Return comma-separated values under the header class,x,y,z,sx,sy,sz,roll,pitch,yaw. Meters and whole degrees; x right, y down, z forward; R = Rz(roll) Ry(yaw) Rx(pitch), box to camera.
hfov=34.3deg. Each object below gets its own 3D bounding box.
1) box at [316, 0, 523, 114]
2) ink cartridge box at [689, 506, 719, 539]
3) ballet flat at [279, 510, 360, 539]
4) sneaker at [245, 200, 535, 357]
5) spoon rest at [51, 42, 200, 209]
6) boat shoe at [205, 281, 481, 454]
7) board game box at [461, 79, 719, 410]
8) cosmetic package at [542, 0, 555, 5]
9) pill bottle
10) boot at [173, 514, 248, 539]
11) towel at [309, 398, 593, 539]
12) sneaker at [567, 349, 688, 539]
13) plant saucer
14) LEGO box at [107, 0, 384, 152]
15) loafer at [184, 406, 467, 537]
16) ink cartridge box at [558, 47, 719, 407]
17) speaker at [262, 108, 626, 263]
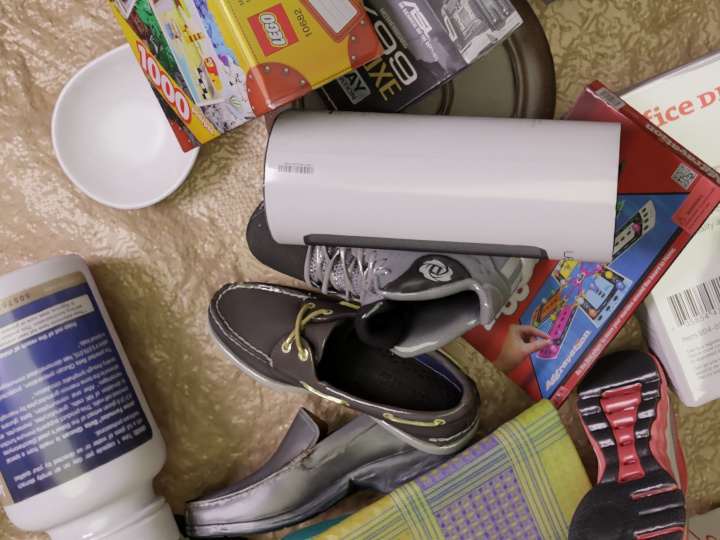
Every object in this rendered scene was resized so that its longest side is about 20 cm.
class,x,y,z,sx,sy,sz,roll,pitch,yaw
box,-0.014,-0.186,0.672,0.050,0.158,0.200,-38,98,-24
ink cartridge box,0.211,0.231,0.750,0.199,0.116,0.067,-10,127,-35
ballet flat,0.041,0.177,0.783,0.199,0.069,0.070,-19,98,-16
sneaker,0.000,0.000,0.725,0.199,0.116,0.075,5,123,23
spoon rest,-0.122,-0.128,0.764,0.099,0.061,0.200,40,97,-4
boat shoe,-0.014,0.051,0.761,0.200,0.061,0.072,23,67,14
board game box,0.133,-0.009,0.734,0.103,0.019,0.200,41,128,16
cosmetic package,0.064,-0.247,0.696,0.200,0.151,0.052,43,97,-4
pill bottle,-0.195,0.100,0.765,0.111,0.111,0.201,-24,90,5
boot,-0.102,0.293,0.821,0.181,0.073,0.201,22,92,12
towel,0.064,0.186,0.753,0.199,0.023,0.144,-30,111,-12
sneaker,0.183,0.148,0.739,0.073,0.201,0.087,-16,131,29
plant saucer,0.032,-0.117,0.777,0.199,0.032,0.201,0,97,2
LEGO box,-0.089,-0.180,0.643,0.077,0.149,0.201,-30,99,-25
loafer,-0.030,0.128,0.800,0.199,0.073,0.073,-18,89,-5
ink cartridge box,0.234,-0.036,0.755,0.145,0.084,0.201,-22,97,4
speaker,0.050,-0.050,0.670,0.199,0.081,0.082,4,99,11
